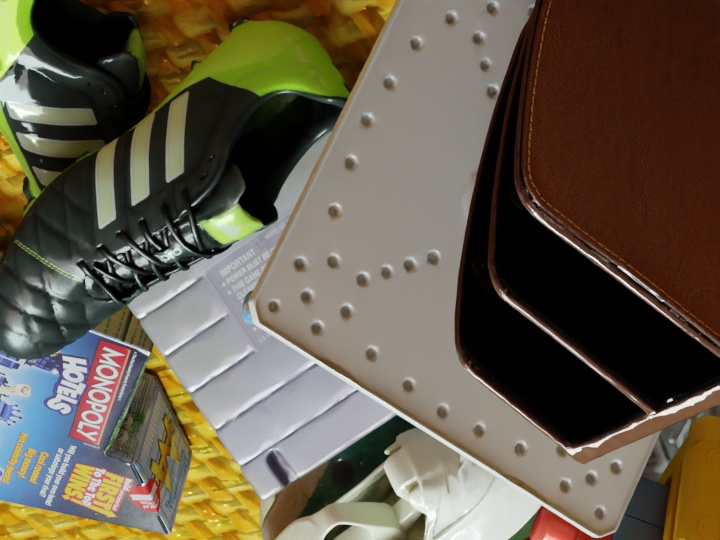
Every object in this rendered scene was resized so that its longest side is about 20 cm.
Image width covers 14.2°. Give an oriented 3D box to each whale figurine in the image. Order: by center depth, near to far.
[{"bbox_3d":[0.007,0.109,1.437,0.103,0.159,0.201,30,123,10],"label":"whale figurine"}]

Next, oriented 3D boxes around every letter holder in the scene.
[{"bbox_3d":[0.092,-0.053,1.148,0.142,0.201,0.100,37,137,-26],"label":"letter holder"}]

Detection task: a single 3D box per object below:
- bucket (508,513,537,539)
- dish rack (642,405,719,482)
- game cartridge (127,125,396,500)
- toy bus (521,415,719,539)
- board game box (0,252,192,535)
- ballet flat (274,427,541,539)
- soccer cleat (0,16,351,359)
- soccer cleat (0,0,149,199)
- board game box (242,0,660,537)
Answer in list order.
[{"bbox_3d":[0.112,0.233,1.577,0.206,0.135,0.208,8,140,7],"label":"bucket"},{"bbox_3d":[0.198,0.088,1.418,0.199,0.044,0.172,1,132,32],"label":"dish rack"},{"bbox_3d":[0.000,0.000,1.322,0.200,0.038,0.130,-33,90,16],"label":"game cartridge"},{"bbox_3d":[0.156,0.168,1.354,0.191,0.136,0.200,18,134,-5],"label":"toy bus"},{"bbox_3d":[-0.174,0.059,1.516,0.199,0.062,0.200,20,141,-8],"label":"board game box"},{"bbox_3d":[0.017,0.113,1.322,0.200,0.070,0.069,-39,121,17],"label":"ballet flat"},{"bbox_3d":[-0.086,-0.029,1.285,0.200,0.081,0.068,-45,137,2],"label":"soccer cleat"},{"bbox_3d":[-0.125,-0.071,1.333,0.081,0.068,0.200,-20,132,17],"label":"soccer cleat"},{"bbox_3d":[0.067,-0.017,1.249,0.199,0.201,0.026,33,162,-22],"label":"board game box"}]
